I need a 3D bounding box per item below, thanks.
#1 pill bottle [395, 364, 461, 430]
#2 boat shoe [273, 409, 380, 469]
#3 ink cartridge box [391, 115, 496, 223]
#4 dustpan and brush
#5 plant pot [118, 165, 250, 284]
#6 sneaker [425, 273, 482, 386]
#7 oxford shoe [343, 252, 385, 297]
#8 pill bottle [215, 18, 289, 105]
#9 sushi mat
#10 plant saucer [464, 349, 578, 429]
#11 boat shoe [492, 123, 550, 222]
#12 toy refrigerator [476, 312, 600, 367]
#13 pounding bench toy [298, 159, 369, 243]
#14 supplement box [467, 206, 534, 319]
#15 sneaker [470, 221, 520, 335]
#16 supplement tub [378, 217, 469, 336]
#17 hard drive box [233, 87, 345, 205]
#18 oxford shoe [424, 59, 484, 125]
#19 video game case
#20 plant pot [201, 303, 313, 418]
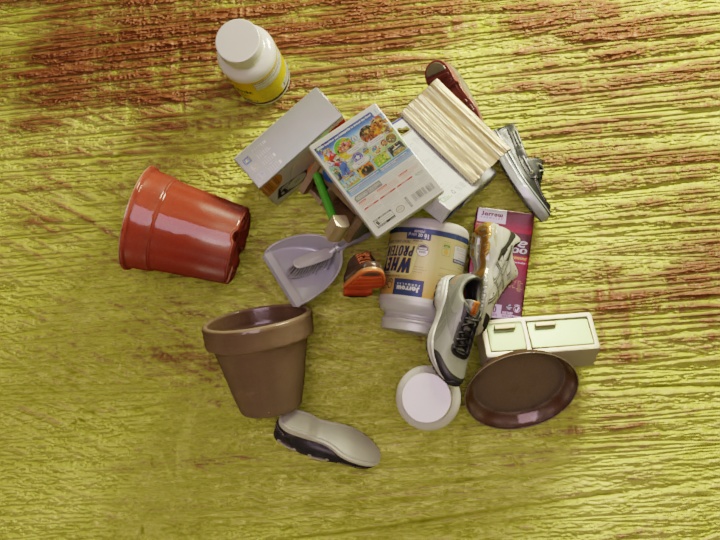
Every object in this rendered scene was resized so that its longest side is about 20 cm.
[{"bbox_3d":[0.119,0.219,1.497,0.111,0.200,0.112,-1,82,7],"label":"pill bottle"},{"bbox_3d":[-0.063,0.317,1.578,0.200,0.074,0.060,21,127,-6],"label":"boat shoe"},{"bbox_3d":[0.123,-0.193,1.570,0.200,0.200,0.041,41,132,10],"label":"ink cartridge box"},{"bbox_3d":[-0.065,-0.029,1.620,0.200,0.057,0.140,-22,62,-25],"label":"dustpan and brush"},{"bbox_3d":[-0.317,-0.071,1.605,0.195,0.201,0.201,16,85,0],"label":"plant pot"},{"bbox_3d":[0.160,0.092,1.426,0.079,0.074,0.200,-19,55,44],"label":"sneaker"},{"bbox_3d":[0.000,0.000,1.543,0.071,0.200,0.073,0,80,-11],"label":"oxford shoe"},{"bbox_3d":[-0.204,-0.391,1.619,0.111,0.200,0.112,-1,82,7],"label":"pill bottle"},{"bbox_3d":[0.169,-0.254,1.569,0.096,0.012,0.200,-45,73,4],"label":"sushi mat"},{"bbox_3d":[0.277,0.203,1.509,0.200,0.200,0.032,-14,40,5],"label":"plant saucer"},{"bbox_3d":[0.304,-0.186,1.593,0.071,0.072,0.200,-30,78,7],"label":"boat shoe"},{"bbox_3d":[0.311,0.126,1.525,0.200,0.070,0.076,-4,56,-2],"label":"toy refrigerator"},{"bbox_3d":[-0.033,-0.149,1.551,0.156,0.200,0.124,46,131,10],"label":"pounding bench toy"},{"bbox_3d":[0.251,-0.009,1.582,0.109,0.061,0.200,7,83,7],"label":"supplement box"},{"bbox_3d":[0.234,0.018,1.506,0.088,0.076,0.200,15,82,-24],"label":"sneaker"},{"bbox_3d":[0.112,0.015,1.554,0.144,0.144,0.200,8,83,8],"label":"supplement tub"},{"bbox_3d":[-0.121,-0.227,1.610,0.200,0.156,0.077,-42,80,1],"label":"hard drive box"},{"bbox_3d":[0.195,-0.305,1.620,0.070,0.075,0.200,-27,83,34],"label":"oxford shoe"},{"bbox_3d":[0.027,-0.171,1.479,0.143,0.018,0.200,-35,78,-9],"label":"video game case"},{"bbox_3d":[-0.173,0.166,1.565,0.200,0.200,0.175,-8,100,6],"label":"plant pot"}]
